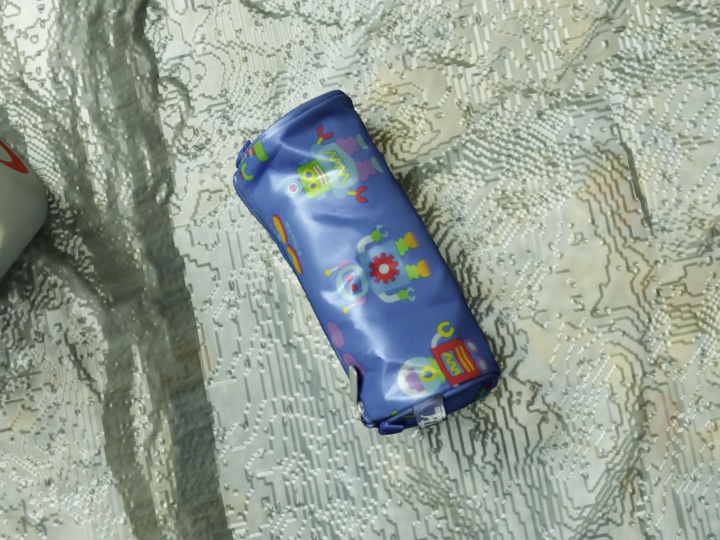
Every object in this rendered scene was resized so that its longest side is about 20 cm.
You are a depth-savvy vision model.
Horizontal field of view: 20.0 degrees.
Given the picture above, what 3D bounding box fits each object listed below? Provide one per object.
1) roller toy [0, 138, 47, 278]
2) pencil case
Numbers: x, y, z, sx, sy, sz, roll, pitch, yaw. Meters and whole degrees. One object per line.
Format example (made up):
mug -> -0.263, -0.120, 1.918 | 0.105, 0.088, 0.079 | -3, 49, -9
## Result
roller toy -> -0.282, -0.041, 1.137 | 0.182, 0.200, 0.140 | 39, 92, 5
pencil case -> 0.000, 0.000, 1.144 | 0.087, 0.078, 0.200 | -25, 79, -17
